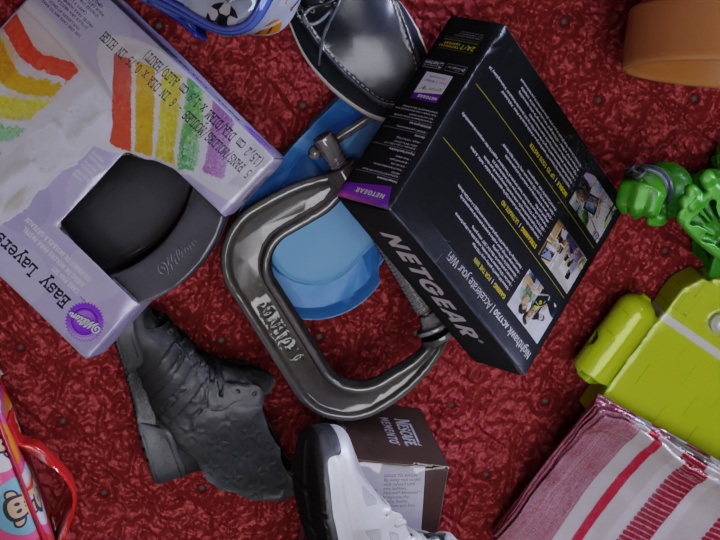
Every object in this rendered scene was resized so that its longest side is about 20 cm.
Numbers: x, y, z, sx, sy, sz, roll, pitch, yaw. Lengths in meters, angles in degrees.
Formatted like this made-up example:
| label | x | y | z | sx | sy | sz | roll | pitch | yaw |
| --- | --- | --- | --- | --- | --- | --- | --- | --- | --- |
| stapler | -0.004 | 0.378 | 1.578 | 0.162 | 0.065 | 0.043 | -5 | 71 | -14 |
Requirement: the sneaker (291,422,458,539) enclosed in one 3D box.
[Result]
| label | x | y | z | sx | sy | sz | roll | pitch | yaw |
| --- | --- | --- | --- | --- | --- | --- | --- | --- | --- |
| sneaker | 0.027 | 0.174 | 1.354 | 0.115 | 0.076 | 0.201 | -19 | 117 | -13 |

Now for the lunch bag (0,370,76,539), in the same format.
| label | x | y | z | sx | sy | sz | roll | pitch | yaw |
| --- | --- | --- | --- | --- | --- | --- | --- | --- | --- |
| lunch bag | -0.283 | 0.164 | 1.400 | 0.176 | 0.082 | 0.200 | -16 | 109 | -5 |

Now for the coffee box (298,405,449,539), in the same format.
| label | x | y | z | sx | sy | sz | roll | pitch | yaw |
| --- | --- | --- | --- | --- | --- | --- | --- | --- | --- |
| coffee box | 0.000 | 0.206 | 1.446 | 0.080 | 0.114 | 0.200 | 6 | 107 | -11 |

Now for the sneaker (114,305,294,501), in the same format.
| label | x | y | z | sx | sy | sz | roll | pitch | yaw |
| --- | --- | --- | --- | --- | --- | --- | --- | --- | --- |
| sneaker | -0.109 | 0.077 | 1.418 | 0.104 | 0.060 | 0.200 | -13 | 114 | -5 |

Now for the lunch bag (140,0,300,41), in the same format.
| label | x | y | z | sx | sy | sz | roll | pitch | yaw |
| --- | --- | --- | --- | --- | --- | --- | --- | --- | --- |
| lunch bag | -0.110 | -0.234 | 1.270 | 0.200 | 0.076 | 0.160 | 28 | 102 | 15 |

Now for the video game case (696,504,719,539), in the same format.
| label | x | y | z | sx | sy | sz | roll | pitch | yaw |
| --- | --- | --- | --- | --- | --- | --- | --- | --- | --- |
| video game case | 0.331 | 0.171 | 1.512 | 0.143 | 0.019 | 0.200 | 17 | 119 | -22 |

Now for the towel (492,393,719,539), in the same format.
| label | x | y | z | sx | sy | sz | roll | pitch | yaw |
| --- | --- | --- | --- | --- | --- | --- | --- | --- | --- |
| towel | 0.216 | 0.190 | 1.489 | 0.200 | 0.023 | 0.144 | 29 | 116 | -9 |

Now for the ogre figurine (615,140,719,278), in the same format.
| label | x | y | z | sx | sy | sz | roll | pitch | yaw |
| --- | --- | --- | --- | --- | --- | --- | --- | --- | --- |
| ogre figurine | 0.260 | -0.039 | 1.413 | 0.200 | 0.120 | 0.098 | -7 | 104 | -9 |

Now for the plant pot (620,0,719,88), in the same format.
| label | x | y | z | sx | sy | sz | roll | pitch | yaw |
| --- | --- | --- | --- | --- | --- | --- | --- | --- | --- |
| plant pot | 0.275 | -0.194 | 1.341 | 0.200 | 0.200 | 0.140 | 4 | 89 | -11 |

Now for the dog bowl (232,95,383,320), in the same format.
| label | x | y | z | sx | sy | sz | roll | pitch | yaw |
| --- | --- | --- | --- | --- | --- | --- | --- | --- | --- |
| dog bowl | -0.004 | -0.059 | 1.397 | 0.111 | 0.050 | 0.200 | 41 | 96 | -19 |

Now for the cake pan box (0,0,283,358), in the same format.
| label | x | y | z | sx | sy | sz | roll | pitch | yaw |
| --- | --- | --- | --- | --- | --- | --- | --- | --- | --- |
| cake pan box | -0.177 | -0.069 | 1.331 | 0.200 | 0.052 | 0.184 | 45 | 98 | 2 |

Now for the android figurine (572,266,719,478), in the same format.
| label | x | y | z | sx | sy | sz | roll | pitch | yaw |
| --- | --- | --- | --- | --- | --- | --- | --- | --- | --- |
| android figurine | 0.246 | 0.081 | 1.491 | 0.182 | 0.041 | 0.200 | 35 | 100 | -18 |

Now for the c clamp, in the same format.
| label | x | y | z | sx | sy | sz | roll | pitch | yaw |
| --- | --- | --- | --- | --- | --- | --- | --- | --- | --- |
| c clamp | 0.000 | 0.000 | 1.376 | 0.171 | 0.027 | 0.200 | -25 | 109 | -2 |

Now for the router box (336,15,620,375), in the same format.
| label | x | y | z | sx | sy | sz | roll | pitch | yaw |
| --- | --- | --- | --- | --- | --- | --- | --- | --- | --- |
| router box | 0.085 | -0.046 | 1.349 | 0.149 | 0.051 | 0.200 | -58 | 135 | -18 |

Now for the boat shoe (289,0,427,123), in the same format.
| label | x | y | z | sx | sy | sz | roll | pitch | yaw |
| --- | --- | --- | --- | --- | --- | --- | --- | --- | --- |
| boat shoe | -0.017 | -0.183 | 1.321 | 0.075 | 0.062 | 0.200 | -29 | 92 | -5 |
